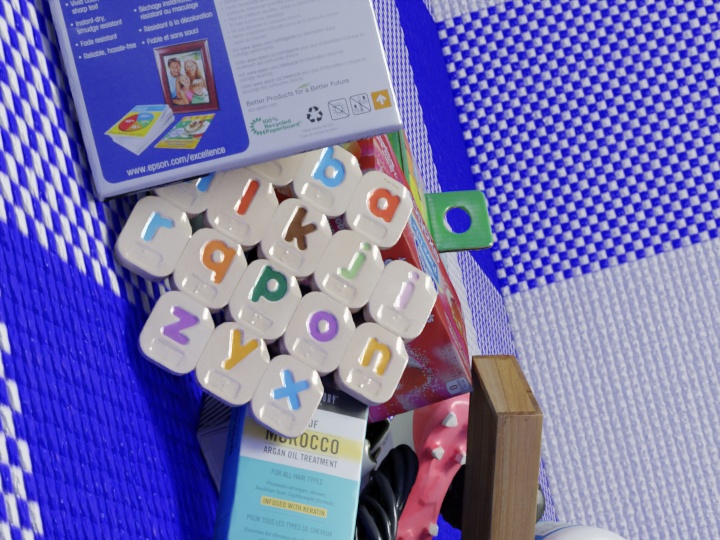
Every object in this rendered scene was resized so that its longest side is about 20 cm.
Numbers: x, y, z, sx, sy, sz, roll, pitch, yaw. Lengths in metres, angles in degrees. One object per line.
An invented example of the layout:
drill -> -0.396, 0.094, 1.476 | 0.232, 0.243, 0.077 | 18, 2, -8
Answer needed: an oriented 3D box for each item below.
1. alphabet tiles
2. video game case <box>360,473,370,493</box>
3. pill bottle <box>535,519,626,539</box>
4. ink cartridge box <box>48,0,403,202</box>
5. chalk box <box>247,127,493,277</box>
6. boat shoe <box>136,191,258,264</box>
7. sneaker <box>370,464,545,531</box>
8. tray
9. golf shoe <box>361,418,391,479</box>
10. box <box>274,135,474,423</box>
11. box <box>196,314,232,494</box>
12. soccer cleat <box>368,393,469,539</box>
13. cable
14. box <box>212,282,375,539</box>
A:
alphabet tiles -> -0.052, 0.001, 1.372 | 0.196, 0.199, 0.015 | -65, -170, -27
video game case -> -0.006, 0.092, 1.768 | 0.183, 0.022, 0.201 | -96, -171, -47
pill bottle -> 0.156, 0.249, 1.650 | 0.200, 0.112, 0.113 | 171, -97, -72
ink cartridge box -> -0.092, -0.162, 1.348 | 0.047, 0.196, 0.201 | 144, -68, -80
chalk box -> -0.001, -0.022, 1.646 | 0.125, 0.199, 0.124 | -97, 167, -46
boat shoe -> -0.102, -0.028, 1.479 | 0.200, 0.061, 0.073 | 52, 24, -68
sneaker -> 0.085, 0.168, 1.732 | 0.079, 0.200, 0.074 | 13, 88, -34
tray -> 0.099, 0.172, 1.547 | 0.099, 0.037, 0.201 | -109, -160, -66
golf shoe -> -0.018, 0.132, 1.614 | 0.200, 0.097, 0.079 | -77, 144, -75
box -> 0.000, 0.000, 1.518 | 0.096, 0.099, 0.201 | -92, 161, -56
box -> -0.061, 0.091, 1.512 | 0.200, 0.068, 0.083 | -84, 156, -67
soccer cleat -> 0.029, 0.172, 1.689 | 0.066, 0.201, 0.076 | 17, 17, -34
cable -> 0.001, 0.201, 1.559 | 0.200, 0.050, 0.164 | -70, 177, -50
box -> -0.041, 0.110, 1.370 | 0.049, 0.082, 0.201 | 128, -28, -61
